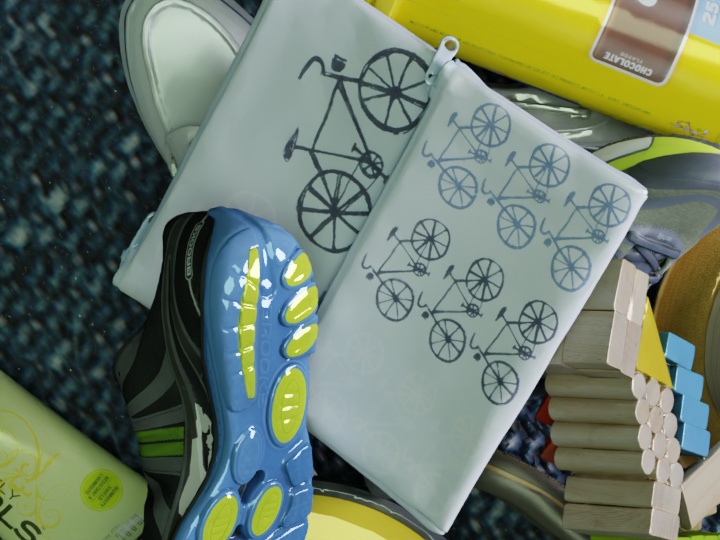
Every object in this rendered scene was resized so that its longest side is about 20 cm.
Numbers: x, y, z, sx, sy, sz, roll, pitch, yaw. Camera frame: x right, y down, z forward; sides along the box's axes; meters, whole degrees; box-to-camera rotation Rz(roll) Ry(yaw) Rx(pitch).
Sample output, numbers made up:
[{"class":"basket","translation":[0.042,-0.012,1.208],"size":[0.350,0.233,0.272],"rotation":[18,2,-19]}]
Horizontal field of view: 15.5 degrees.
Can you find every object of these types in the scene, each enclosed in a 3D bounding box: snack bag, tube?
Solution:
[{"class":"snack bag","translation":[0.002,-0.014,1.132],"size":[0.200,0.021,0.189],"rotation":[37,116,17]},{"class":"tube","translation":[-0.175,0.078,1.244],"size":[0.200,0.052,0.058],"rotation":[43,134,-9]}]

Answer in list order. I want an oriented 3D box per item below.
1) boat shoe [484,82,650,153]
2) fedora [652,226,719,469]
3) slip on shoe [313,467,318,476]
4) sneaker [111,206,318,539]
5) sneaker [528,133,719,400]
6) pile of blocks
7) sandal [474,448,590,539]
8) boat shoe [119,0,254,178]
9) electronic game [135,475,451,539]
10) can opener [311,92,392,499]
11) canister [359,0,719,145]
[{"class":"boat shoe","translation":[0.089,-0.072,1.224],"size":[0.200,0.072,0.066],"rotation":[-1,95,5]},{"class":"fedora","translation":[0.230,0.035,1.206],"size":[0.201,0.082,0.201],"rotation":[-3,109,-10]},{"class":"slip on shoe","translation":[-0.053,0.111,1.242],"size":[0.076,0.061,0.200],"rotation":[-26,102,0]},{"class":"sneaker","translation":[-0.066,0.067,1.146],"size":[0.071,0.083,0.200],"rotation":[-6,111,-36]},{"class":"sneaker","translation":[0.103,0.011,1.185],"size":[0.074,0.081,0.200],"rotation":[20,136,-36]},{"class":"pile of blocks","translation":[0.116,0.084,1.161],"size":[0.062,0.082,0.200],"rotation":[1,111,39]},{"class":"sandal","translation":[0.117,0.145,1.234],"size":[0.200,0.082,0.055],"rotation":[31,83,0]},{"class":"boat shoe","translation":[-0.048,-0.048,1.222],"size":[0.074,0.067,0.200],"rotation":[-30,95,2]},{"class":"electronic game","translation":[-0.031,0.191,1.202],"size":[0.200,0.042,0.200],"rotation":[-1,99,-3]},{"class":"can opener","translation":[0.000,0.000,1.169],"size":[0.053,0.067,0.200],"rotation":[-19,87,-21]},{"class":"canister","translation":[0.099,-0.141,1.182],"size":[0.200,0.149,0.087],"rotation":[21,139,-5]}]
